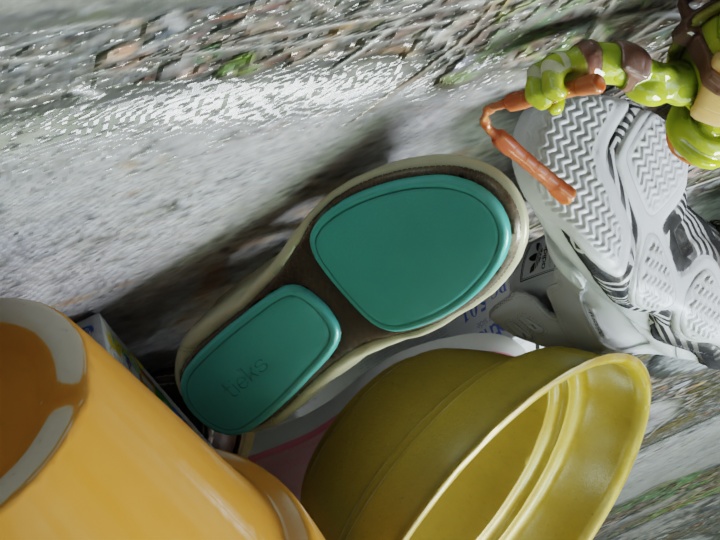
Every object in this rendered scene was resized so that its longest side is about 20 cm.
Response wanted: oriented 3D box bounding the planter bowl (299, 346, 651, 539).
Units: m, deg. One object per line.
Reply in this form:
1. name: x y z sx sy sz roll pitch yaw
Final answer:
1. planter bowl: 0.032 0.097 1.175 0.200 0.083 0.201 -40 153 -26

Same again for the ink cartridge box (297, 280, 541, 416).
1. ink cartridge box: 0.047 0.047 1.380 0.094 0.044 0.200 -6 160 -45

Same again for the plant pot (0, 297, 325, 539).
1. plant pot: -0.121 0.116 1.026 0.199 0.201 0.184 -23 129 5

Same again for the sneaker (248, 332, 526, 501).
1. sneaker: 0.003 0.111 1.271 0.200 0.105 0.075 -24 135 -1

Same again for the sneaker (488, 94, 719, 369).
1. sneaker: 0.094 -0.012 1.134 0.115 0.075 0.200 1 156 39

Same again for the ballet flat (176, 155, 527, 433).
1. ballet flat: 0.000 0.000 1.077 0.200 0.070 0.069 -31 164 39

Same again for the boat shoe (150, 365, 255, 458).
1. boat shoe: -0.130 0.104 1.260 0.070 0.071 0.200 -4 154 -47

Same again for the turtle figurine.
1. turtle figurine: 0.156 -0.080 0.990 0.199 0.065 0.161 11 149 -15

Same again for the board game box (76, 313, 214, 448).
1. board game box: -0.169 0.104 1.163 0.199 0.034 0.135 -25 141 9

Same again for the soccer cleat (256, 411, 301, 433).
1. soccer cleat: -0.104 0.123 1.379 0.077 0.070 0.200 5 149 -38
